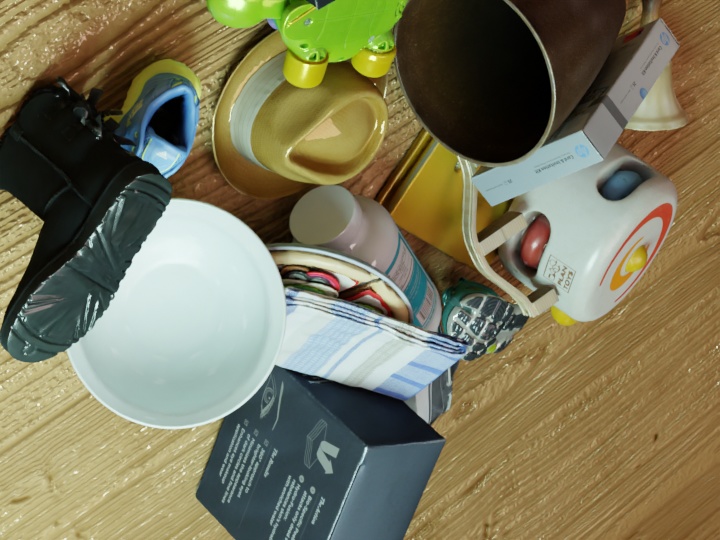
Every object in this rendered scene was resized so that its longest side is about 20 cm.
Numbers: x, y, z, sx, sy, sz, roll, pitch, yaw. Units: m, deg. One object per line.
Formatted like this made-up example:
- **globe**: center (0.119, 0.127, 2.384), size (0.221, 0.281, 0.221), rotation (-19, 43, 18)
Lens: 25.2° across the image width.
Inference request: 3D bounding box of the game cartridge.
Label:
- **game cartridge**: center (0.121, -0.101, 1.701), size (0.177, 0.032, 0.200), rotation (-55, 143, 5)

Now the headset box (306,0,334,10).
- **headset box**: center (-0.011, -0.321, 1.290), size (0.199, 0.174, 0.093), rotation (-31, 137, -21)

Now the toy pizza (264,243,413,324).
- **toy pizza**: center (-0.049, 0.039, 1.537), size (0.200, 0.199, 0.032), rotation (56, 37, -49)

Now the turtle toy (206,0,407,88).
- **turtle toy**: center (-0.039, -0.241, 1.380), size (0.199, 0.101, 0.146), rotation (-13, 139, -35)

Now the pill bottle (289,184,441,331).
- **pill bottle**: center (0.000, 0.000, 1.597), size (0.111, 0.111, 0.200), rotation (-44, 140, -8)

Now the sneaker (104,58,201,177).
- **sneaker**: center (-0.196, -0.086, 1.341), size (0.075, 0.105, 0.201), rotation (28, 92, -19)

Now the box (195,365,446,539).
- **box**: center (-0.045, 0.202, 1.639), size (0.117, 0.200, 0.198), rotation (0, 120, -43)

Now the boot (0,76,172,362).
- **boot**: center (-0.247, -0.046, 1.286), size (0.199, 0.162, 0.073), rotation (-54, 142, 6)

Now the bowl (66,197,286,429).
- **bowl**: center (-0.167, 0.037, 1.451), size (0.199, 0.090, 0.203), rotation (0, 92, -6)

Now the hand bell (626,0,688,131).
- **hand bell**: center (0.310, -0.260, 1.729), size (0.104, 0.104, 0.201), rotation (-15, 117, -35)

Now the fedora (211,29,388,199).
- **fedora**: center (-0.039, -0.136, 1.476), size (0.200, 0.082, 0.202), rotation (-24, 133, -28)

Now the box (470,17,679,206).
- **box**: center (0.213, -0.158, 1.601), size (0.041, 0.155, 0.200), rotation (49, 50, -16)

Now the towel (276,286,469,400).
- **towel**: center (-0.014, 0.075, 1.534), size (0.199, 0.024, 0.147), rotation (17, 149, -20)

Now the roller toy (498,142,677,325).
- **roller toy**: center (0.250, -0.043, 1.748), size (0.201, 0.139, 0.182), rotation (-54, 157, 1)

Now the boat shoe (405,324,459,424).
- **boat shoe**: center (0.076, 0.096, 1.774), size (0.067, 0.072, 0.201), rotation (-26, 137, -24)

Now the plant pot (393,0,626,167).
- **plant pot**: center (0.164, -0.226, 1.549), size (0.200, 0.186, 0.188), rotation (-36, 140, -39)

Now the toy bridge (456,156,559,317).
- **toy bridge**: center (0.140, -0.038, 1.661), size (0.067, 0.027, 0.201), rotation (-33, 112, -21)

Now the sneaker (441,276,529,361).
- **sneaker**: center (0.118, 0.048, 1.731), size (0.078, 0.080, 0.200), rotation (-54, 163, 6)
